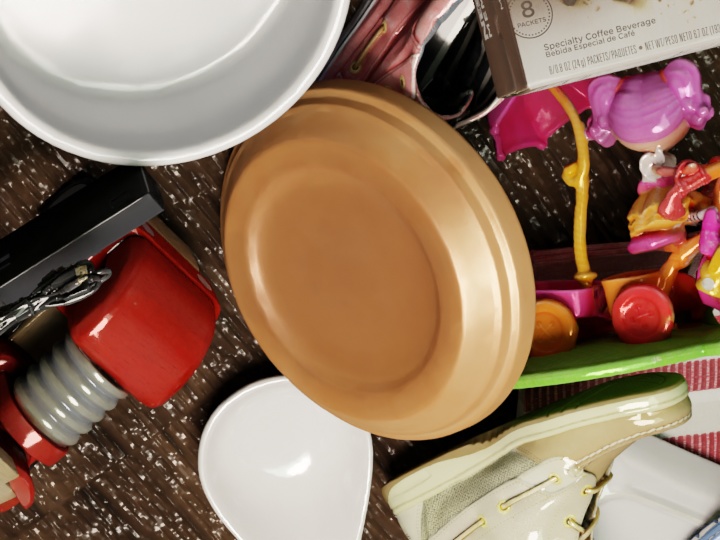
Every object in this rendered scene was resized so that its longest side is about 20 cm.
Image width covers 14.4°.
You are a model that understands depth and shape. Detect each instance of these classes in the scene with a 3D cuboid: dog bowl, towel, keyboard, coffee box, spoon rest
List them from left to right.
[{"bbox_3d":[-0.184,0.016,1.418,0.200,0.127,0.021,-33,110,2],"label":"keyboard"},{"bbox_3d":[-0.109,-0.158,1.430,0.200,0.079,0.201,-6,118,-12],"label":"dog bowl"},{"bbox_3d":[-0.031,0.146,1.618,0.099,0.061,0.200,-18,120,-5],"label":"spoon rest"},{"bbox_3d":[0.158,0.070,1.652,0.144,0.023,0.200,-6,119,-14],"label":"towel"},{"bbox_3d":[0.154,-0.162,1.397,0.199,0.080,0.113,-14,91,-7],"label":"coffee box"}]

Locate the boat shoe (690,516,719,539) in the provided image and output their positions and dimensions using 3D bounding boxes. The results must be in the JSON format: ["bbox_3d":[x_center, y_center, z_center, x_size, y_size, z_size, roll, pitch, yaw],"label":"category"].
[{"bbox_3d":[0.204,0.228,1.665,0.072,0.072,0.200,16,117,-28],"label":"boat shoe"}]

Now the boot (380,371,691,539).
[{"bbox_3d":[0.122,0.152,1.586,0.200,0.072,0.155,-26,86,31],"label":"boot"}]

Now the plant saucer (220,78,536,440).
[{"bbox_3d":[0.000,0.000,1.485,0.037,0.200,0.201,-30,130,-45],"label":"plant saucer"}]

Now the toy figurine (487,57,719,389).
[{"bbox_3d":[0.141,-0.043,1.506,0.200,0.150,0.185,-8,93,28],"label":"toy figurine"}]

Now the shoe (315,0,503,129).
[{"bbox_3d":[0.018,-0.087,1.492,0.071,0.091,0.200,21,109,-23],"label":"shoe"}]

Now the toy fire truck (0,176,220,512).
[{"bbox_3d":[-0.162,0.058,1.457,0.176,0.200,0.129,-40,120,8],"label":"toy fire truck"}]

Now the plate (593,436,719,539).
[{"bbox_3d":[0.154,0.193,1.691,0.199,0.032,0.200,23,113,-31],"label":"plate"}]
